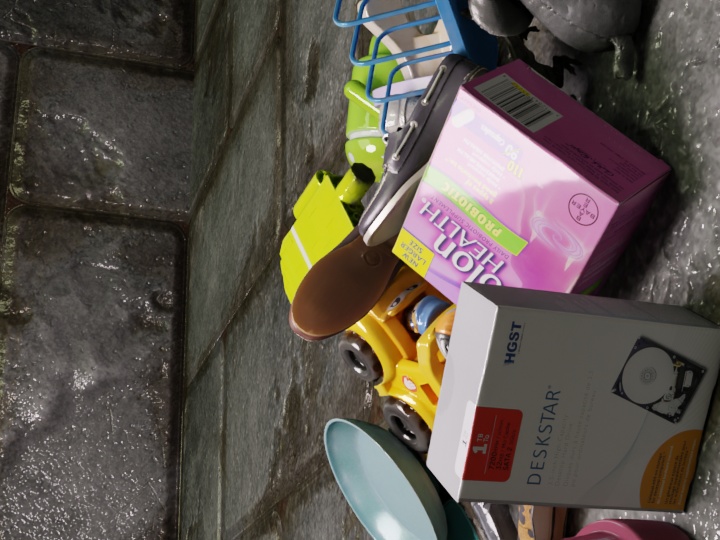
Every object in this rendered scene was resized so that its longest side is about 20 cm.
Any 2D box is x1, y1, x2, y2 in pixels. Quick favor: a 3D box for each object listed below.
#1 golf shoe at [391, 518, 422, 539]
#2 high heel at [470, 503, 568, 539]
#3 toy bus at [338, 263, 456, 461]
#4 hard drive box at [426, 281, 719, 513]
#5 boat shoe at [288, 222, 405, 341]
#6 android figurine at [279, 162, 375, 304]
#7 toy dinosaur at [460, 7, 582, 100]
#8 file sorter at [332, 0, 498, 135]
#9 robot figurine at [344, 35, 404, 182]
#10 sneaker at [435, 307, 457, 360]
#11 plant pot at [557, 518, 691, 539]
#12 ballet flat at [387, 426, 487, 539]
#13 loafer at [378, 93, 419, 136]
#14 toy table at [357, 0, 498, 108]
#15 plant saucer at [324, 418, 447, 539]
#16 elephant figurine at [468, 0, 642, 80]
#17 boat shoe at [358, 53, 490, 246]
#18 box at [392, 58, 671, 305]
[{"bbox_3d":[0.095,0.254,1.352,0.088,0.077,0.201,29,112,45],"label":"golf shoe"},{"bbox_3d":[0.187,0.232,1.091,0.200,0.071,0.143,-53,52,43],"label":"high heel"},{"bbox_3d":[0.090,0.085,1.185,0.200,0.136,0.192,55,158,-9],"label":"toy bus"},{"bbox_3d":[0.167,0.101,0.937,0.077,0.199,0.157,-138,56,-69],"label":"hard drive box"},{"bbox_3d":[0.000,0.000,1.179,0.200,0.070,0.070,-46,-4,-27],"label":"boat shoe"},{"bbox_3d":[-0.029,-0.019,1.329,0.200,0.041,0.183,-56,49,38],"label":"android figurine"},{"bbox_3d":[0.171,-0.196,1.166,0.047,0.200,0.088,-20,29,38],"label":"toy dinosaur"},{"bbox_3d":[0.051,-0.250,1.178,0.139,0.122,0.200,-80,-28,-44],"label":"file sorter"},{"bbox_3d":[0.041,-0.205,1.562,0.175,0.115,0.201,37,-121,-76],"label":"robot figurine"},{"bbox_3d":[0.141,0.084,1.019,0.076,0.199,0.092,-66,20,-3],"label":"sneaker"},{"bbox_3d":[0.158,0.295,0.935,0.200,0.178,0.201,-175,90,-73],"label":"plant pot"},{"bbox_3d":[0.104,0.232,1.277,0.201,0.072,0.072,57,149,14],"label":"ballet flat"},{"bbox_3d":[0.087,-0.153,1.375,0.200,0.069,0.070,16,-103,-64],"label":"loafer"},{"bbox_3d":[0.086,-0.258,1.387,0.199,0.183,0.118,-4,94,47],"label":"toy table"},{"bbox_3d":[0.034,0.238,1.290,0.200,0.036,0.201,44,152,31],"label":"plant saucer"},{"bbox_3d":[0.155,-0.279,1.089,0.155,0.199,0.142,-126,51,-62],"label":"elephant figurine"},{"bbox_3d":[0.054,-0.114,1.129,0.063,0.073,0.200,42,106,20],"label":"boat shoe"},{"bbox_3d":[0.147,-0.053,1.080,0.176,0.097,0.201,40,134,20],"label":"box"}]
